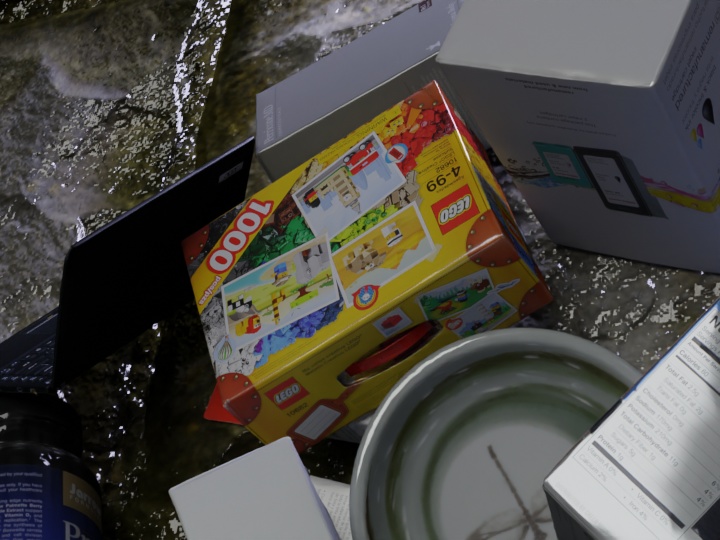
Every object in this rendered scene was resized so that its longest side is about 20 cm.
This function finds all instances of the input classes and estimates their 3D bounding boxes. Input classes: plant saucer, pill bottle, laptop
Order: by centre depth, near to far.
[{"bbox_3d":[0.093,0.135,1.107,0.198,0.050,0.202,0,82,1],"label":"plant saucer"},{"bbox_3d":[-0.221,0.183,1.255,0.111,0.112,0.201,-21,51,17],"label":"pill bottle"},{"bbox_3d":[-0.178,-0.002,1.293,0.199,0.104,0.177,-2,24,44],"label":"laptop"}]

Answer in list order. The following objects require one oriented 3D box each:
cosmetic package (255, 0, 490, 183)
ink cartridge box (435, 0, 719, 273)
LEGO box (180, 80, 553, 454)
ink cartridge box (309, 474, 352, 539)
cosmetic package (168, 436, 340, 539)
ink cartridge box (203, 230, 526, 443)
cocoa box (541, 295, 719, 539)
[{"bbox_3d":[0.030,-0.114,1.312,0.199,0.091,0.107,-27,26,9],"label":"cosmetic package"},{"bbox_3d":[0.168,-0.117,1.170,0.145,0.200,0.147,11,65,34],"label":"ink cartridge box"},{"bbox_3d":[0.000,0.000,1.213,0.199,0.077,0.149,-32,45,12],"label":"LEGO box"},{"bbox_3d":[0.002,0.215,1.157,0.199,0.050,0.162,12,64,16],"label":"ink cartridge box"},{"bbox_3d":[-0.028,0.207,1.077,0.081,0.113,0.201,-25,57,-3],"label":"cosmetic package"},{"bbox_3d":[-0.006,0.031,1.276,0.199,0.057,0.163,8,63,29],"label":"ink cartridge box"},{"bbox_3d":[0.184,0.120,0.974,0.131,0.200,0.133,-45,73,-6],"label":"cocoa box"}]
